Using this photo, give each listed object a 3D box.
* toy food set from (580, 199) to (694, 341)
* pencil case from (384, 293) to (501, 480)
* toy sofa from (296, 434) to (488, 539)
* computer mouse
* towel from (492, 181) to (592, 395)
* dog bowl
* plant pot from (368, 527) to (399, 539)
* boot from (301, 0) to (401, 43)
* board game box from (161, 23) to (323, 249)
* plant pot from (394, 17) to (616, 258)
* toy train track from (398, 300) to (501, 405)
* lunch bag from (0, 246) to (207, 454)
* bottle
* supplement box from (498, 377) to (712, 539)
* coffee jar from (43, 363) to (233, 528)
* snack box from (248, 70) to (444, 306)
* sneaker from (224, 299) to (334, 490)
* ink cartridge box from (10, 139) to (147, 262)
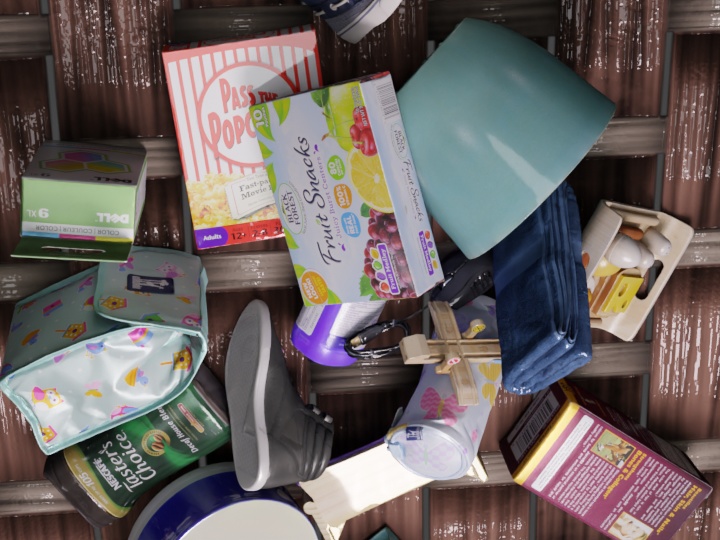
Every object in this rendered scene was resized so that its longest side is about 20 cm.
[{"bbox_3d":[0.263,0.010,1.214,0.199,0.060,0.144,5,117,-54],"label":"toy food set"},{"bbox_3d":[0.095,0.116,1.213,0.090,0.201,0.083,-7,130,34],"label":"pencil case"},{"bbox_3d":[0.031,0.209,1.299,0.199,0.083,0.098,-26,106,4],"label":"toy sofa"},{"bbox_3d":[0.066,0.028,1.223,0.199,0.059,0.034,-34,144,-21],"label":"computer mouse"},{"bbox_3d":[0.167,0.012,1.147,0.048,0.201,0.112,18,142,-25],"label":"towel"},{"bbox_3d":[-0.146,0.310,1.274,0.199,0.079,0.202,-13,117,-26],"label":"dog bowl"},{"bbox_3d":[0.051,0.429,1.353,0.141,0.142,0.200,-40,115,9],"label":"plant pot"},{"bbox_3d":[-0.008,-0.269,1.078,0.090,0.200,0.073,32,72,-12],"label":"boot"},{"bbox_3d":[-0.105,-0.132,1.189,0.150,0.046,0.202,-9,109,-2],"label":"board game box"},{"bbox_3d":[0.113,-0.138,1.134,0.161,0.201,0.201,42,101,-5],"label":"plant pot"},{"bbox_3d":[0.133,0.073,1.180,0.199,0.115,0.033,1,147,-28],"label":"toy train track"},{"bbox_3d":[-0.241,0.063,1.179,0.199,0.171,0.122,-26,117,4],"label":"lunch bag"},{"bbox_3d":[0.000,0.000,1.226,0.083,0.065,0.201,4,116,-52],"label":"bottle"},{"bbox_3d":[0.268,0.217,1.320,0.199,0.086,0.111,32,103,-14],"label":"supplement box"},{"bbox_3d":[-0.233,0.182,1.266,0.199,0.085,0.104,-36,108,8],"label":"coffee jar"},{"bbox_3d":[-0.014,-0.072,1.113,0.142,0.053,0.201,-6,105,41],"label":"snack box"},{"bbox_3d":[-0.082,0.132,1.248,0.099,0.202,0.071,12,153,-36],"label":"sneaker"},{"bbox_3d":[-0.258,-0.068,1.116,0.103,0.200,0.060,4,109,-7],"label":"ink cartridge box"}]
